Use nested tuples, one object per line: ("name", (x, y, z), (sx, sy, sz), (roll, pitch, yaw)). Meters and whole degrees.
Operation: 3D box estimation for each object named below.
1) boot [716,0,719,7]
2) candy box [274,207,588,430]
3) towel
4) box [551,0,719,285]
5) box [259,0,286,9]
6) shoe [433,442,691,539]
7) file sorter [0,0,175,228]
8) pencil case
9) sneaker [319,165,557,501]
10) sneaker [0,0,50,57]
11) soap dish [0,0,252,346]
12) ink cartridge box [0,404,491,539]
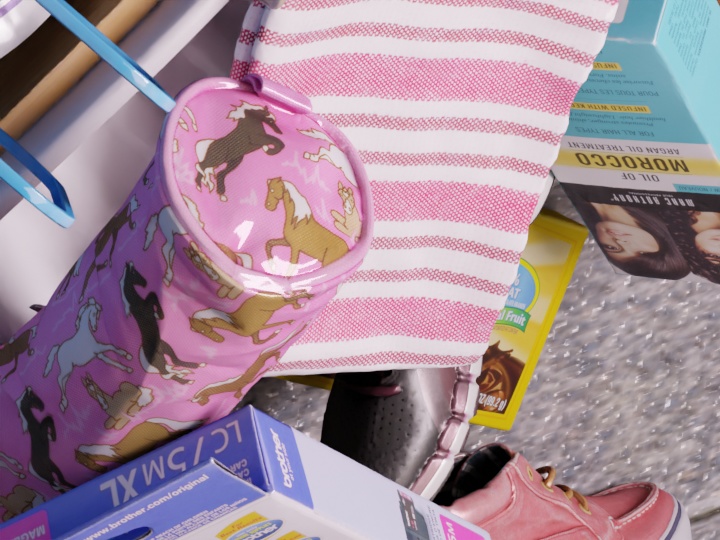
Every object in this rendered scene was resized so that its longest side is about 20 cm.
("boot", (0.113, -0.126, 1.215), (0.200, 0.155, 0.074), (7, 105, -45))
("candy box", (0.013, 0.005, 1.289), (0.200, 0.026, 0.102), (15, 97, -46))
("towel", (0.011, -0.039, 1.094), (0.146, 0.030, 0.200), (-2, 126, -31))
("box", (0.116, -0.062, 1.211), (0.200, 0.082, 0.049), (52, 50, -53))
("box", (0.005, -0.188, 0.964), (0.200, 0.078, 0.095), (-51, 172, -33))
("shoe", (0.084, 0.117, 1.380), (0.200, 0.071, 0.091), (-29, 107, -49))
("file sorter", (-0.168, -0.024, 0.945), (0.123, 0.139, 0.200), (41, 90, -10))
("pencil case", (-0.070, 0.017, 1.006), (0.083, 0.087, 0.200), (-20, 163, -40))
("sneaker", (0.000, 0.000, 1.209), (0.115, 0.076, 0.200), (33, 70, -40))
("sneaker", (-0.133, -0.156, 1.042), (0.201, 0.073, 0.114), (-52, 134, -23))
("soap dish", (-0.071, -0.048, 1.113), (0.200, 0.081, 0.157), (-44, 136, 6))
("ink cartridge box", (-0.047, 0.102, 1.032), (0.119, 0.042, 0.200), (-27, 151, 21))
